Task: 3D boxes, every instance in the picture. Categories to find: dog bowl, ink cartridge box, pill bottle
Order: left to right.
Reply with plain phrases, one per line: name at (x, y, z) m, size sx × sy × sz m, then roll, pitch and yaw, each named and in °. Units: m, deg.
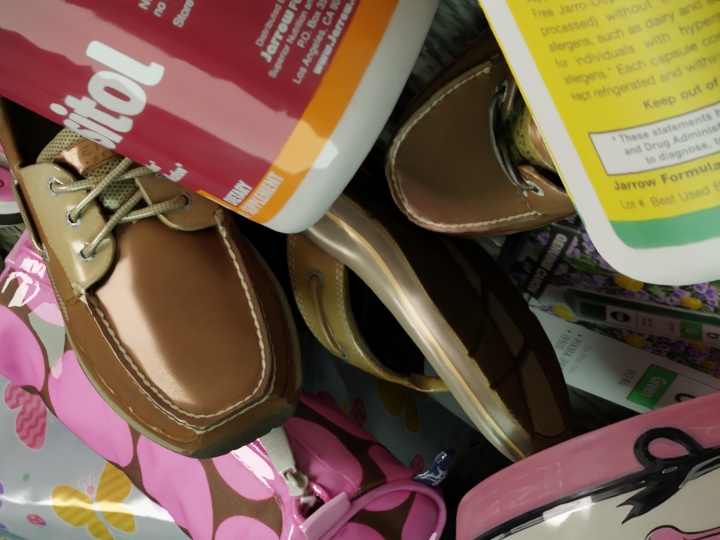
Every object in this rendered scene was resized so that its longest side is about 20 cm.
pill bottle at (-0.082, -0.102, 0.873) m, size 0.200 × 0.113 × 0.113 m, roll 26°, pitch 151°, yaw -9°
pill bottle at (0.076, -0.107, 0.716) m, size 0.113 × 0.113 × 0.200 m, roll -9°, pitch 116°, yaw 43°
dog bowl at (0.122, 0.092, 0.931) m, size 0.200 × 0.074 × 0.200 m, roll -15°, pitch 166°, yaw -4°
ink cartridge box at (0.149, 0.023, 1.001) m, size 0.200 × 0.050 × 0.109 m, roll 22°, pitch 151°, yaw -1°

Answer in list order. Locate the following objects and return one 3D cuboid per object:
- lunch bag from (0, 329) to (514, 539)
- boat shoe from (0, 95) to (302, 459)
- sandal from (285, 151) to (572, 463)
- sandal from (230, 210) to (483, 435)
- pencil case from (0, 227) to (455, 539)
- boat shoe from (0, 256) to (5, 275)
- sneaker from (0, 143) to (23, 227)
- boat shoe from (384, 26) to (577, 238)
lunch bag at (-0.041, 0.087, 1.155) m, size 0.170 × 0.127 × 0.200 m, roll 3°, pitch 168°, yaw 30°
boat shoe at (-0.087, -0.024, 0.946) m, size 0.200 × 0.076 × 0.074 m, roll 58°, pitch 176°, yaw 33°
sandal at (0.000, 0.000, 0.962) m, size 0.200 × 0.054 × 0.080 m, roll 45°, pitch -159°, yaw 18°
sandal at (0.014, 0.000, 1.048) m, size 0.200 × 0.075 × 0.048 m, roll 31°, pitch 125°, yaw -32°
pencil case at (-0.058, 0.051, 1.002) m, size 0.200 × 0.091 × 0.094 m, roll 37°, pitch 178°, yaw 32°
boat shoe at (-0.196, 0.014, 1.194) m, size 0.075 × 0.068 × 0.200 m, roll -5°, pitch 142°, yaw 39°
sneaker at (-0.194, -0.052, 1.078) m, size 0.200 × 0.074 × 0.087 m, roll 14°, pitch 151°, yaw 23°
boat shoe at (0.069, -0.055, 0.877) m, size 0.200 × 0.068 × 0.072 m, roll -26°, pitch 91°, yaw 44°
